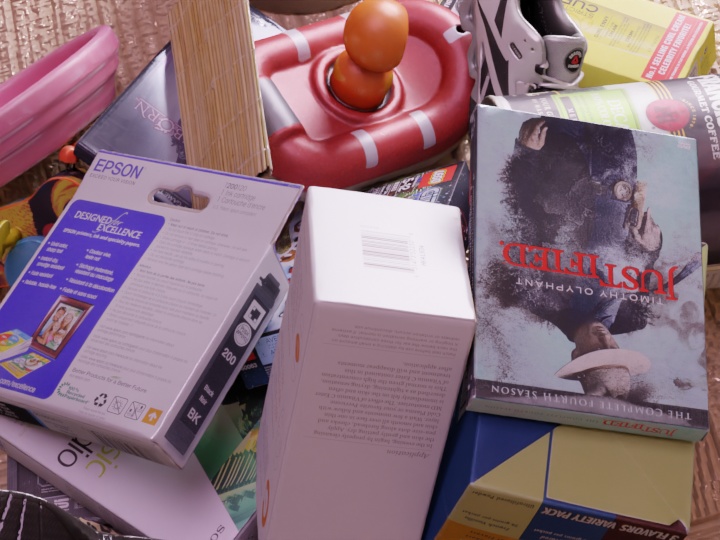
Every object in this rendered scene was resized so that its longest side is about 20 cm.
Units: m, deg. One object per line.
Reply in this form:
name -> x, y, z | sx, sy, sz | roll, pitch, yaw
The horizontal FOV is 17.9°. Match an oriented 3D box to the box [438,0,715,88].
box -> 0.158, -0.173, 1.696 | 0.199, 0.050, 0.076 | 22, 64, 22

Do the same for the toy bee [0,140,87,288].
toy bee -> -0.222, -0.037, 1.651 | 0.198, 0.110, 0.131 | -9, 12, -9

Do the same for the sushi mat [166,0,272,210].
sushi mat -> -0.099, -0.128, 1.606 | 0.012, 0.096, 0.201 | 12, 54, -32

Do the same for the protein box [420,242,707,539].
protein box -> 0.115, 0.100, 1.423 | 0.134, 0.200, 0.200 | 13, 59, -7

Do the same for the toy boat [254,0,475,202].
toy boat -> 0.004, -0.143, 1.631 | 0.199, 0.131, 0.131 | -21, 65, -32

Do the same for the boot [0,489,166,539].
boot -> -0.206, 0.186, 1.439 | 0.199, 0.150, 0.074 | 14, 76, -29

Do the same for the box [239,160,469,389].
box -> 0.000, 0.000, 1.547 | 0.136, 0.038, 0.200 | -17, 22, 20

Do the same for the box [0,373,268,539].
box -> -0.130, 0.106, 1.527 | 0.199, 0.036, 0.145 | 30, 69, 23

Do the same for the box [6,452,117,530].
box -> -0.144, 0.107, 1.579 | 0.198, 0.048, 0.160 | -9, 57, 5

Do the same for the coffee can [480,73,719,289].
coffee can -> 0.187, -0.054, 1.536 | 0.198, 0.147, 0.147 | -7, 56, -7

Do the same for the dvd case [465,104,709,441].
dvd case -> 0.134, -0.001, 1.354 | 0.145, 0.022, 0.202 | 9, 61, -10

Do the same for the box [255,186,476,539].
box -> -0.001, 0.071, 1.383 | 0.097, 0.201, 0.125 | 7, 34, -9

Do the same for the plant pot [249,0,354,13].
plant pot -> -0.057, -0.332, 1.749 | 0.186, 0.201, 0.189 | -5, 57, 8

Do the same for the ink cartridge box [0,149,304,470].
ink cartridge box -> -0.146, 0.020, 1.509 | 0.197, 0.043, 0.201 | 12, 63, 39

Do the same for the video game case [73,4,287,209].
video game case -> -0.097, -0.108, 1.664 | 0.142, 0.019, 0.200 | 35, 51, 3

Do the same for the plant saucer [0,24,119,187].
plant saucer -> -0.255, -0.105, 1.679 | 0.200, 0.200, 0.051 | -37, 103, -13

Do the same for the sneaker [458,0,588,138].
sneaker -> 0.124, -0.128, 1.614 | 0.074, 0.088, 0.202 | -8, 85, -36
